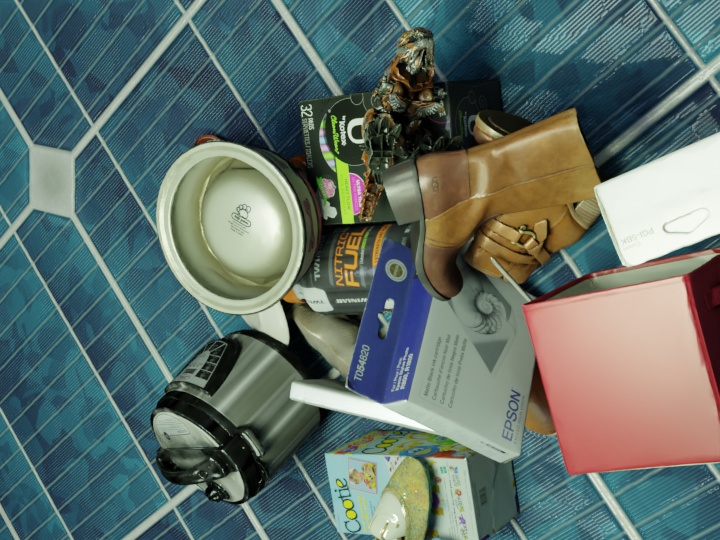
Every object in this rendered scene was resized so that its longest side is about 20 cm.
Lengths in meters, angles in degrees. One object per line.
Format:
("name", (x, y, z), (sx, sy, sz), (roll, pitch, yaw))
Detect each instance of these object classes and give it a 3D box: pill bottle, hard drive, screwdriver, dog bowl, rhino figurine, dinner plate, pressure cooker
("pill bottle", (0.000, 0.000, 1.384), (0.200, 0.106, 0.106), (-4, 98, 26))
("hard drive", (0.034, 0.160, 1.374), (0.200, 0.132, 0.027), (10, 89, 23))
("screwdriver", (0.199, 0.056, 1.256), (0.200, 0.029, 0.028), (41, 154, -24))
("dog bowl", (-0.132, -0.054, 1.338), (0.200, 0.074, 0.200), (8, 106, 27))
("rhino figurine", (-0.032, 0.077, 1.448), (0.200, 0.087, 0.060), (38, 116, 31))
("dinner plate", (-0.150, 0.014, 1.489), (0.200, 0.024, 0.200), (53, 159, 30))
("pressure cooker", (-0.163, 0.194, 1.470), (0.179, 0.200, 0.176), (32, 146, 19))

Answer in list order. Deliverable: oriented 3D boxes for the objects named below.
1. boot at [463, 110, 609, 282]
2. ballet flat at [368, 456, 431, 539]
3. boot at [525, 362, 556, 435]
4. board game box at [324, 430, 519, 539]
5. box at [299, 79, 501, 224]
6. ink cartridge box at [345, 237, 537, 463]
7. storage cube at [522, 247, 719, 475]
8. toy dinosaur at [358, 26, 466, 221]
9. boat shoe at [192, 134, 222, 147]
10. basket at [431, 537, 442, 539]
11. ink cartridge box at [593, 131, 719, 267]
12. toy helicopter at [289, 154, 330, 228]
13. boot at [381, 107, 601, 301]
("boot", (0.156, -0.068, 1.220), (0.155, 0.200, 0.074), (-47, 34, 24))
("ballet flat", (0.036, 0.309, 1.332), (0.071, 0.071, 0.200), (20, 113, 30))
("boot", (0.127, 0.128, 1.307), (0.200, 0.155, 0.074), (42, 120, 21))
("board game box", (0.073, 0.255, 1.403), (0.200, 0.103, 0.105), (-4, 98, 35))
("box", (0.050, -0.133, 1.326), (0.200, 0.124, 0.149), (-1, 98, 34))
("ink cartridge box", (0.097, 0.077, 1.246), (0.200, 0.200, 0.041), (26, 146, -18))
("storage cube", (0.293, 0.088, 1.174), (0.200, 0.171, 0.180), (-14, 93, 35))
("toy dinosaur", (0.043, -0.143, 1.205), (0.136, 0.102, 0.200), (-113, 18, -57))
("boat shoe", (-0.177, -0.130, 1.473), (0.200, 0.071, 0.063), (-119, 23, -56))
("basket", (0.143, 0.405, 1.349), (0.176, 0.139, 0.200), (33, 149, 25))
("ink cartridge box", (0.331, -0.078, 1.094), (0.147, 0.200, 0.083), (-24, 85, 35))
("toy helicopter", (-0.094, -0.042, 1.492), (0.132, 0.079, 0.200), (48, 133, 7))
("boot", (0.141, -0.061, 1.158), (0.200, 0.069, 0.188), (-16, 126, 8))
